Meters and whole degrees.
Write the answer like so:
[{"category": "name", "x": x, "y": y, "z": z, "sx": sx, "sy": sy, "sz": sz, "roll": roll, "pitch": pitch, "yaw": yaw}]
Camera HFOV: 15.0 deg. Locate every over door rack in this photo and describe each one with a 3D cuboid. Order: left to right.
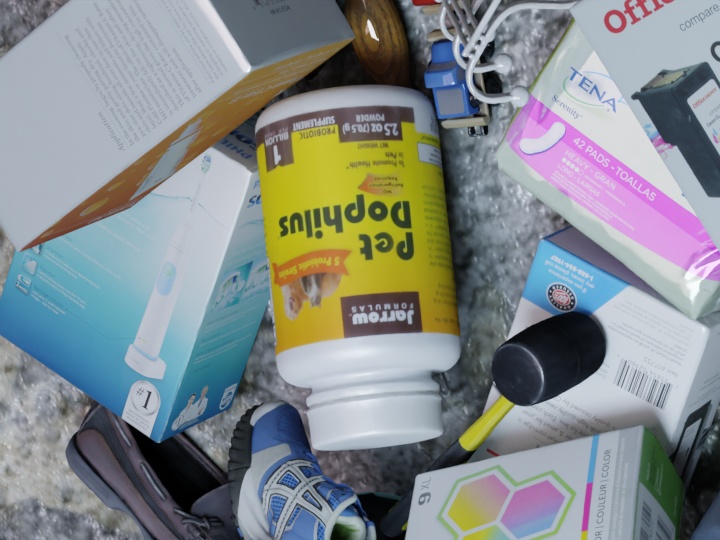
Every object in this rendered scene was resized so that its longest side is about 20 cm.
[{"category": "over door rack", "x": 0.102, "y": -0.197, "z": 1.465, "sx": 0.066, "sy": 0.148, "sz": 0.201, "roll": 16, "pitch": 106, "yaw": -11}]

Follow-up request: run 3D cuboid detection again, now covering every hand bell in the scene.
[{"category": "hand bell", "x": -0.007, "y": -0.193, "z": 1.594, "sx": 0.104, "sy": 0.104, "sz": 0.201, "roll": -5, "pitch": 114, "yaw": 34}]

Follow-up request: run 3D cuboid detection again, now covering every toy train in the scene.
[{"category": "toy train", "x": 0.046, "y": -0.174, "z": 1.572, "sx": 0.034, "sy": 0.046, "sz": 0.201, "roll": -5, "pitch": 101, "yaw": 34}]

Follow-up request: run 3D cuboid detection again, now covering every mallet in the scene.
[{"category": "mallet", "x": 0.073, "y": 0.091, "z": 1.563, "sx": 0.041, "sy": 0.066, "sz": 0.200, "roll": 52, "pitch": 139, "yaw": 14}]

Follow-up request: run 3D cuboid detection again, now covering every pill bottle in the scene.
[{"category": "pill bottle", "x": 0.000, "y": 0.000, "z": 1.585, "sx": 0.109, "sy": 0.109, "sz": 0.201, "roll": -13, "pitch": 79, "yaw": 35}]

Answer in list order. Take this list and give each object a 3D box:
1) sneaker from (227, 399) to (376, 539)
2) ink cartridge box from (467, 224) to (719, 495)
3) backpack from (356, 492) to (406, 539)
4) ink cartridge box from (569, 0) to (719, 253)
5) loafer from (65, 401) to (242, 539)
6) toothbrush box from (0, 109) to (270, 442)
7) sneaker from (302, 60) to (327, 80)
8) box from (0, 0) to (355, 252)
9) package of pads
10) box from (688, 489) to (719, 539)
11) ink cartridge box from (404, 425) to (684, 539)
[{"category": "sneaker", "x": -0.030, "y": 0.148, "z": 1.579, "sx": 0.077, "sy": 0.201, "sz": 0.076, "roll": -22, "pitch": 130, "yaw": 10}, {"category": "ink cartridge box", "x": 0.137, "y": 0.086, "z": 1.578, "sx": 0.116, "sy": 0.068, "sz": 0.201, "roll": 29, "pitch": 117, "yaw": 24}, {"category": "backpack", "x": 0.015, "y": 0.241, "z": 1.640, "sx": 0.200, "sy": 0.175, "sz": 0.154, "roll": 43, "pitch": 155, "yaw": 28}, {"category": "ink cartridge box", "x": 0.220, "y": -0.091, "z": 1.355, "sx": 0.145, "sy": 0.083, "sz": 0.201, "roll": -29, "pitch": 96, "yaw": 42}, {"category": "loafer", "x": -0.108, "y": 0.149, "z": 1.758, "sx": 0.200, "sy": 0.072, "sz": 0.063, "roll": 37, "pitch": 117, "yaw": 22}, {"category": "toothbrush box", "x": -0.130, "y": -0.019, "z": 1.709, "sx": 0.146, "sy": 0.085, "sz": 0.201, "roll": 31, "pitch": 119, "yaw": 22}, {"category": "sneaker", "x": -0.097, "y": -0.185, "z": 1.636, "sx": 0.200, "sy": 0.089, "sz": 0.079, "roll": 45, "pitch": 124, "yaw": 14}, {"category": "box", "x": -0.124, "y": -0.112, "z": 1.556, "sx": 0.200, "sy": 0.124, "sz": 0.098, "roll": -34, "pitch": 86, "yaw": 32}, {"category": "package of pads", "x": 0.181, "y": -0.099, "z": 1.479, "sx": 0.154, "sy": 0.068, "sz": 0.201, "roll": 38, "pitch": 110, "yaw": 17}, {"category": "box", "x": 0.245, "y": 0.205, "z": 1.520, "sx": 0.148, "sy": 0.107, "sz": 0.201, "roll": 38, "pitch": 120, "yaw": 19}, {"category": "ink cartridge box", "x": 0.076, "y": 0.161, "z": 1.515, "sx": 0.199, "sy": 0.104, "sz": 0.059, "roll": -14, "pitch": 133, "yaw": 27}]
